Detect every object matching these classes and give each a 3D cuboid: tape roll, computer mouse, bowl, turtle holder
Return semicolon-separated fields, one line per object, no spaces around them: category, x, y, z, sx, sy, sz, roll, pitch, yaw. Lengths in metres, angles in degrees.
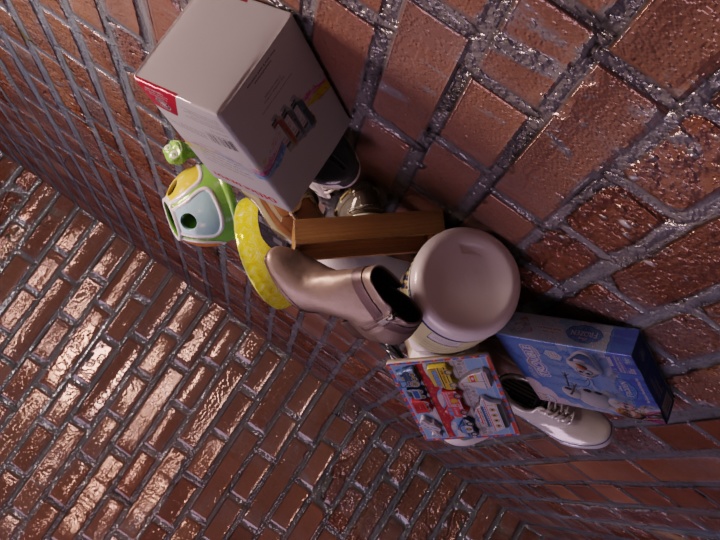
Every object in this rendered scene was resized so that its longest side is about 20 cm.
tape roll;0.000;0.000;1.450;0.196;0.067;0.200;15;-179;0
computer mouse;-0.105;-0.108;1.443;0.139;0.046;0.203;26;135;35
bowl;-0.121;-0.046;1.601;0.106;0.203;0.200;-19;140;19
turtle holder;-0.277;-0.128;1.640;0.141;0.130;0.188;51;156;41

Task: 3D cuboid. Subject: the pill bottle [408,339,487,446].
pill bottle;0.141;0.159;1.436;0.112;0.112;0.202;15;136;54

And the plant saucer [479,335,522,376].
plant saucer;0.270;0.143;1.456;0.197;0.035;0.201;24;162;8

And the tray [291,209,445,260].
tray;0.007;-0.047;1.252;0.196;0.038;0.099;-4;168;-7

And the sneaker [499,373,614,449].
sneaker;0.297;0.220;1.455;0.197;0.074;0.071;19;166;22

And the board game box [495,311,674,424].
board game box;0.308;0.133;1.280;0.196;0.044;0.200;8;152;38

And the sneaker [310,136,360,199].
sneaker;-0.039;-0.139;1.257;0.115;0.076;0.200;35;178;-40

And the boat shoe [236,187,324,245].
boat shoe;-0.107;-0.107;1.345;0.200;0.075;0.074;43;127;12

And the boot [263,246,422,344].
boot;-0.015;0.021;1.170;0.199;0.071;0.146;37;153;-15

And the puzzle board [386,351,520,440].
puzzle board;0.136;0.187;1.342;0.148;0.018;0.201;-6;137;21

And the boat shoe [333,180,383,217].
boat shoe;-0.004;-0.081;1.358;0.071;0.062;0.202;-6;174;-8

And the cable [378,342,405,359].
cable;0.084;0.159;1.673;0.163;0.051;0.200;47;-165;-1

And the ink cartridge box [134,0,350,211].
ink cartridge box;-0.130;-0.196;1.090;0.144;0.146;0.201;25;163;30

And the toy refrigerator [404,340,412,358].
toy refrigerator;0.130;0.144;1.600;0.076;0.070;0.201;40;-165;-21

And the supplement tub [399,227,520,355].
supplement tub;0.124;0.035;1.256;0.144;0.146;0.200;34;166;2
